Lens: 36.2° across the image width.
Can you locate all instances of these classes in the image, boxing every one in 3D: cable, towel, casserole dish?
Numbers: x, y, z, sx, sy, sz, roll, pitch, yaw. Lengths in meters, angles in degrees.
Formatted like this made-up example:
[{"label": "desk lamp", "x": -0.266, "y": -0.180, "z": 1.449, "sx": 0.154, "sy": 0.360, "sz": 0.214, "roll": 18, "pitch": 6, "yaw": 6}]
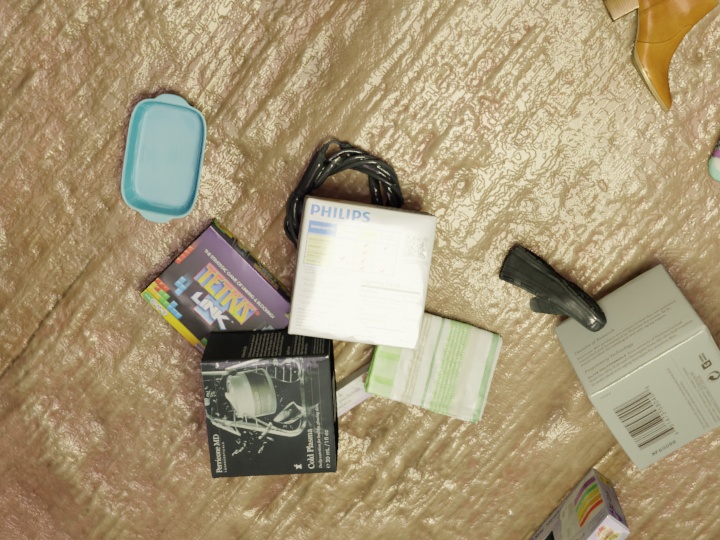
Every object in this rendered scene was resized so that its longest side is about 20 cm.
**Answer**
[{"label": "cable", "x": -0.028, "y": -0.092, "z": 1.716, "sx": 0.163, "sy": 0.051, "sz": 0.201, "roll": 26, "pitch": 102, "yaw": -10}, {"label": "towel", "x": 0.115, "y": 0.147, "z": 1.748, "sx": 0.199, "sy": 0.031, "sz": 0.150, "roll": 17, "pitch": 86, "yaw": -12}, {"label": "casserole dish", "x": -0.301, "y": -0.175, "z": 1.705, "sx": 0.121, "sy": 0.039, "sz": 0.201, "roll": 11, "pitch": 105, "yaw": 0}]

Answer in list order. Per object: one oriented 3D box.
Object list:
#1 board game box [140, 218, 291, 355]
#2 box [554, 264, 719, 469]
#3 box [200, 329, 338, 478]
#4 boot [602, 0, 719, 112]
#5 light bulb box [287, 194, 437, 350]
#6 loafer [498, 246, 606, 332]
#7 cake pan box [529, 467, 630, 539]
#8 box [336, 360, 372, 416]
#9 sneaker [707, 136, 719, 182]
[{"label": "board game box", "x": -0.220, "y": 0.047, "z": 1.752, "sx": 0.165, "sy": 0.057, "sz": 0.200, "roll": -43, "pitch": 99, "yaw": 13}, {"label": "box", "x": 0.437, "y": 0.146, "z": 1.663, "sx": 0.200, "sy": 0.172, "sz": 0.199, "roll": -33, "pitch": 124, "yaw": 10}, {"label": "box", "x": -0.136, "y": 0.203, "z": 1.709, "sx": 0.196, "sy": 0.124, "sz": 0.201, "roll": -3, "pitch": 109, "yaw": 2}, {"label": "boot", "x": 0.459, "y": -0.349, "z": 1.607, "sx": 0.144, "sy": 0.071, "sz": 0.202, "roll": -27, "pitch": 97, "yaw": 12}, {"label": "light bulb box", "x": 0.000, "y": 0.000, "z": 1.640, "sx": 0.197, "sy": 0.125, "sz": 0.201, "roll": 8, "pitch": 96, "yaw": -5}, {"label": "loafer", "x": 0.290, "y": 0.039, "z": 1.676, "sx": 0.068, "sy": 0.200, "sz": 0.071, "roll": 17, "pitch": 109, "yaw": -49}, {"label": "cake pan box", "x": 0.340, "y": 0.436, "z": 1.768, "sx": 0.052, "sy": 0.184, "sz": 0.200, "roll": 37, "pitch": 104, "yaw": -3}, {"label": "box", "x": 0.007, "y": 0.181, "z": 1.787, "sx": 0.200, "sy": 0.041, "sz": 0.039, "roll": -35, "pitch": 101, "yaw": 10}, {"label": "sneaker", "x": 0.631, "y": -0.187, "z": 1.641, "sx": 0.199, "sy": 0.078, "sz": 0.140, "roll": 10, "pitch": 106, "yaw": -1}]
